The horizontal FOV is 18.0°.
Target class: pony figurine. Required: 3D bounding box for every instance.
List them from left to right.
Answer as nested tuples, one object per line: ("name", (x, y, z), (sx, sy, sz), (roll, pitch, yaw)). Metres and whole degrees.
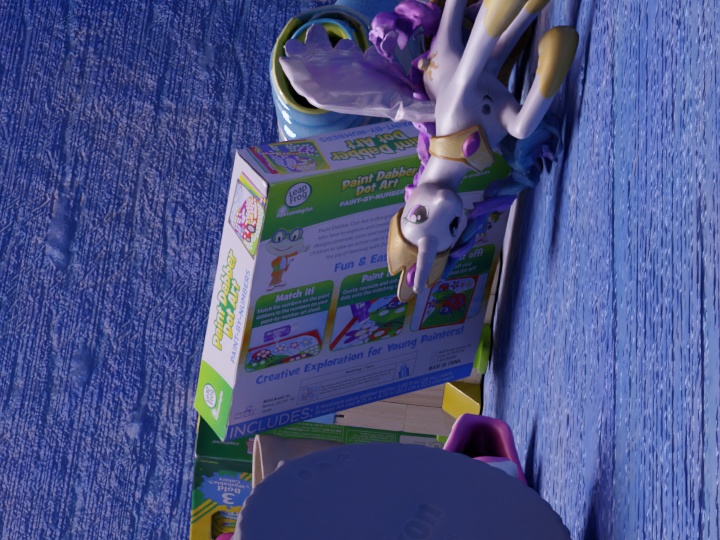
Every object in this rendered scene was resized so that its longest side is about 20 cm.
("pony figurine", (0.052, -0.103, 1.269), (0.193, 0.166, 0.200), (-100, 30, -57))

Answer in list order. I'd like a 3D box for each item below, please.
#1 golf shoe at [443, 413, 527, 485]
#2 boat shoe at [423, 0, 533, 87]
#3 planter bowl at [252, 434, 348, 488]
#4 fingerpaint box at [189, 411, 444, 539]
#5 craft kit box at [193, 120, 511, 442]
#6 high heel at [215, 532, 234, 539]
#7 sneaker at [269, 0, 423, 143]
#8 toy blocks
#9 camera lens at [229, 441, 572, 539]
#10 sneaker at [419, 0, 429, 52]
("golf shoe", (0.054, 0.151, 1.195), (0.200, 0.075, 0.092), (-89, 9, -61))
("boat shoe", (0.079, -0.162, 1.541), (0.200, 0.072, 0.072), (89, -177, -48))
("planter bowl", (0.004, 0.201, 1.433), (0.200, 0.135, 0.201), (178, 90, -85))
("fingerpaint box", (-0.028, 0.169, 1.728), (0.167, 0.200, 0.073), (99, 176, -52))
("craft kit box", (0.000, 0.000, 1.442), (0.049, 0.200, 0.198), (47, 136, 38))
("high heel", (-0.108, 0.227, 1.408), (0.200, 0.096, 0.067), (-102, 11, -58))
("sneaker", (-0.005, -0.143, 1.457), (0.131, 0.079, 0.200), (85, -166, -51))
("toy blocks", (0.021, 0.038, 1.606), (0.100, 0.136, 0.200), (-86, 3, -57))
("camera lens", (0.010, 0.197, 0.992), (0.160, 0.160, 0.200), (-87, 3, -61))
("sneaker", (0.061, -0.215, 1.622), (0.199, 0.079, 0.130), (-33, -39, -52))
